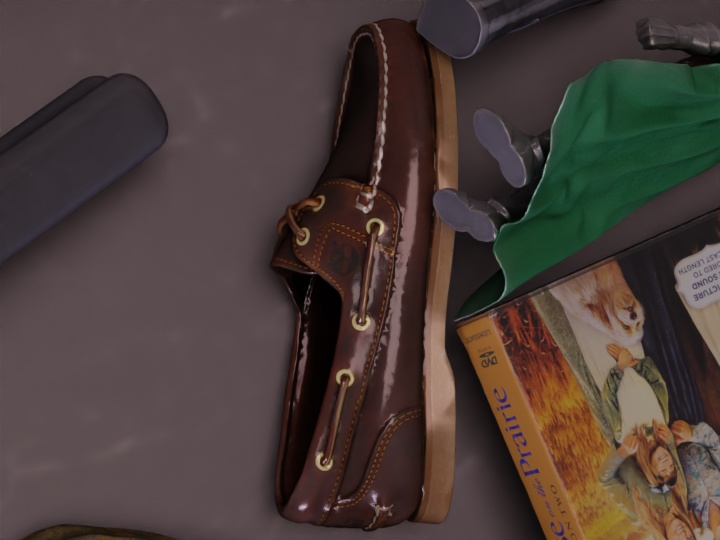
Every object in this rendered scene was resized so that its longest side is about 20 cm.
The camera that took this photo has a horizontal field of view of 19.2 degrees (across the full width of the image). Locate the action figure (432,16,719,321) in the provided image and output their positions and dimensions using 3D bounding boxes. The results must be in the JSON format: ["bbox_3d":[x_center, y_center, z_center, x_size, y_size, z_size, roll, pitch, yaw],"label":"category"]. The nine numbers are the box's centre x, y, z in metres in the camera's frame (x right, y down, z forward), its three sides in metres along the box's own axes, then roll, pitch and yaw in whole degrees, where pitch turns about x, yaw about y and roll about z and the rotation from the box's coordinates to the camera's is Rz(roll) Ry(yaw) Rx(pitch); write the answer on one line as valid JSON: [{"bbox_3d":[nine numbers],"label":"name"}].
[{"bbox_3d":[0.115,-0.060,0.824,0.200,0.118,0.055,-23,63,-41],"label":"action figure"}]

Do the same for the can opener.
[{"bbox_3d":[-0.161,-0.018,0.776,0.200,0.053,0.067,-34,110,-24],"label":"can opener"}]

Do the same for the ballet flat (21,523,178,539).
[{"bbox_3d":[-0.041,0.138,0.804,0.199,0.071,0.071,12,83,-8],"label":"ballet flat"}]

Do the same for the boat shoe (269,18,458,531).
[{"bbox_3d":[0.000,0.000,0.821,0.070,0.070,0.201,2,84,-13],"label":"boat shoe"}]

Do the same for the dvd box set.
[{"bbox_3d":[0.138,0.086,0.835,0.146,0.029,0.201,-21,88,-28],"label":"dvd box set"}]

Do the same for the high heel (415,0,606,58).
[{"bbox_3d":[0.025,-0.173,0.863,0.142,0.072,0.200,-29,68,-40],"label":"high heel"}]
